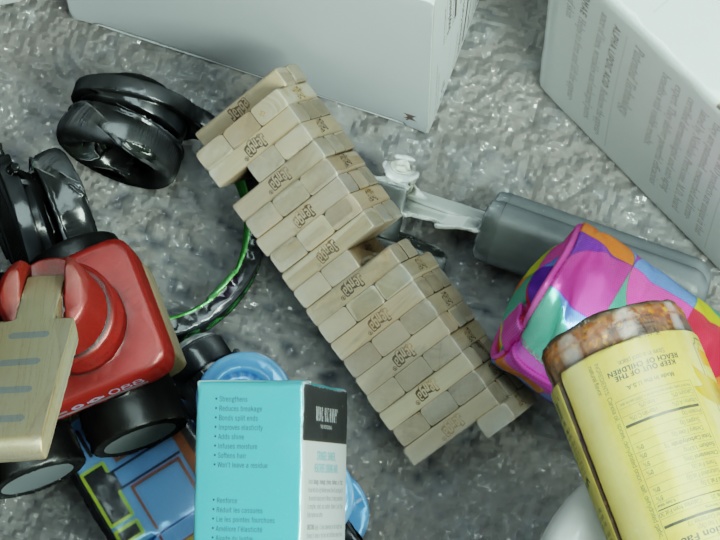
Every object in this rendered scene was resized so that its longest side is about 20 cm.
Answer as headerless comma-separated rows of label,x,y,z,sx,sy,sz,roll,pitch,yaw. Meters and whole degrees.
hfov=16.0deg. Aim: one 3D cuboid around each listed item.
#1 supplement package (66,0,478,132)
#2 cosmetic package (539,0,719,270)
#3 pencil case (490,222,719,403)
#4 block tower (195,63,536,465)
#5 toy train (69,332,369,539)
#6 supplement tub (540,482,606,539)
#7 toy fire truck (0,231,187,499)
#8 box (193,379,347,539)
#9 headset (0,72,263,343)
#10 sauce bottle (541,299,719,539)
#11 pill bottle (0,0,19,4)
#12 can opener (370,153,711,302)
supplement package,-0.041,-0.172,1.255,0.200,0.156,0.111,18,71,7
cosmetic package,0.213,-0.101,1.220,0.165,0.165,0.200,-41,75,-12
pencil case,0.156,0.063,1.186,0.200,0.088,0.088,36,74,1
block tower,0.000,0.000,1.214,0.058,0.054,0.200,-38,87,18
toy train,-0.051,0.127,1.186,0.114,0.087,0.200,-33,75,-1
supplement tub,0.139,0.167,1.104,0.145,0.200,0.145,0,69,1
toy fire truck,-0.170,0.051,1.075,0.176,0.200,0.129,-22,75,1
box,-0.039,0.148,1.096,0.049,0.082,0.200,0,85,13
headset,-0.135,-0.052,1.244,0.200,0.094,0.124,40,75,7
sauce bottle,0.131,0.111,0.985,0.066,0.066,0.200,-18,73,-6
pill bottle,-0.194,-0.220,1.250,0.111,0.200,0.112,0,70,1
can opener,0.072,-0.008,1.257,0.200,0.053,0.067,15,105,8
